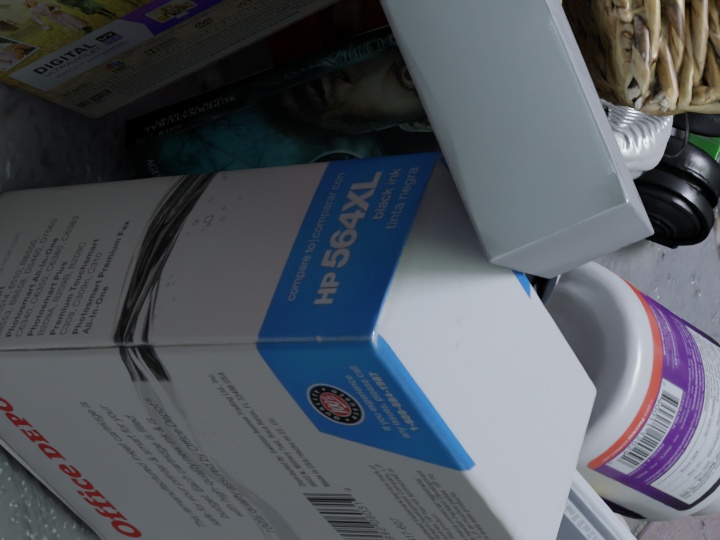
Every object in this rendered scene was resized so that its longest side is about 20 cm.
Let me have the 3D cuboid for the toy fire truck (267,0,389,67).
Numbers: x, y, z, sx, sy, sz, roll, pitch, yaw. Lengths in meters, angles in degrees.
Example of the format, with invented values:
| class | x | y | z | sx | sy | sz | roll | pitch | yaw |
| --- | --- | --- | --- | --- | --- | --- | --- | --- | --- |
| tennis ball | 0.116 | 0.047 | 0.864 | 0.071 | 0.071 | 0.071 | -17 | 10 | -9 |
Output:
| class | x | y | z | sx | sy | sz | roll | pitch | yaw |
| --- | --- | --- | --- | --- | --- | --- | --- | --- | --- |
| toy fire truck | 0.029 | -0.157 | 0.850 | 0.168 | 0.111 | 0.201 | -30 | 115 | -71 |

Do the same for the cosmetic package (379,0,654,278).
| class | x | y | z | sx | sy | sz | roll | pitch | yaw |
| --- | --- | --- | --- | --- | --- | --- | --- | --- | --- |
| cosmetic package | 0.047 | -0.077 | 0.647 | 0.152 | 0.051 | 0.200 | 66 | 9 | 6 |

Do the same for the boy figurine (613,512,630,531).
| class | x | y | z | sx | sy | sz | roll | pitch | yaw |
| --- | --- | --- | --- | --- | --- | --- | --- | --- | --- |
| boy figurine | 0.083 | 0.158 | 0.968 | 0.124 | 0.064 | 0.200 | -36 | 136 | -5 |

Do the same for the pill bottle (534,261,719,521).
| class | x | y | z | sx | sy | sz | roll | pitch | yaw |
| --- | --- | --- | --- | --- | --- | --- | --- | --- | --- |
| pill bottle | 0.143 | 0.072 | 1.021 | 0.200 | 0.111 | 0.112 | 29 | 71 | -52 |

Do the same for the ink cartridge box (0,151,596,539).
| class | x | y | z | sx | sy | sz | roll | pitch | yaw |
| --- | --- | --- | --- | --- | --- | --- | --- | --- | --- |
| ink cartridge box | -0.036 | 0.038 | 0.697 | 0.146 | 0.199 | 0.085 | 54 | 46 | -42 |

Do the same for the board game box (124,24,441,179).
| class | x | y | z | sx | sy | sz | roll | pitch | yaw |
| --- | --- | --- | --- | --- | --- | --- | --- | --- | --- |
| board game box | 0.000 | 0.000 | 0.811 | 0.028 | 0.135 | 0.201 | -101 | 169 | -56 |

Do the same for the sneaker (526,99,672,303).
| class | x | y | z | sx | sy | sz | roll | pitch | yaw |
| --- | --- | --- | --- | --- | --- | --- | --- | --- | --- |
| sneaker | 0.080 | -0.027 | 0.894 | 0.079 | 0.199 | 0.130 | 12 | 99 | -18 |

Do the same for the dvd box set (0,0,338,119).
| class | x | y | z | sx | sy | sz | roll | pitch | yaw |
| --- | --- | --- | --- | --- | --- | --- | --- | --- | --- |
| dvd box set | -0.105 | -0.115 | 0.638 | 0.200 | 0.146 | 0.030 | 20 | 54 | -52 |

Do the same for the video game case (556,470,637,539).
| class | x | y | z | sx | sy | sz | roll | pitch | yaw |
| --- | --- | --- | --- | --- | --- | --- | --- | --- | --- |
| video game case | 0.028 | 0.148 | 0.866 | 0.182 | 0.023 | 0.200 | -40 | 135 | 2 |

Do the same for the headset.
| class | x | y | z | sx | sy | sz | roll | pitch | yaw |
| --- | --- | --- | --- | --- | --- | --- | --- | --- | --- |
| headset | 0.169 | -0.081 | 1.069 | 0.200 | 0.093 | 0.124 | 9 | 101 | -74 |

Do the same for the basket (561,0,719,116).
| class | x | y | z | sx | sy | sz | roll | pitch | yaw |
| --- | --- | --- | --- | --- | --- | --- | --- | --- | --- |
| basket | 0.144 | -0.169 | 0.731 | 0.149 | 0.142 | 0.201 | -96 | 175 | -82 |
